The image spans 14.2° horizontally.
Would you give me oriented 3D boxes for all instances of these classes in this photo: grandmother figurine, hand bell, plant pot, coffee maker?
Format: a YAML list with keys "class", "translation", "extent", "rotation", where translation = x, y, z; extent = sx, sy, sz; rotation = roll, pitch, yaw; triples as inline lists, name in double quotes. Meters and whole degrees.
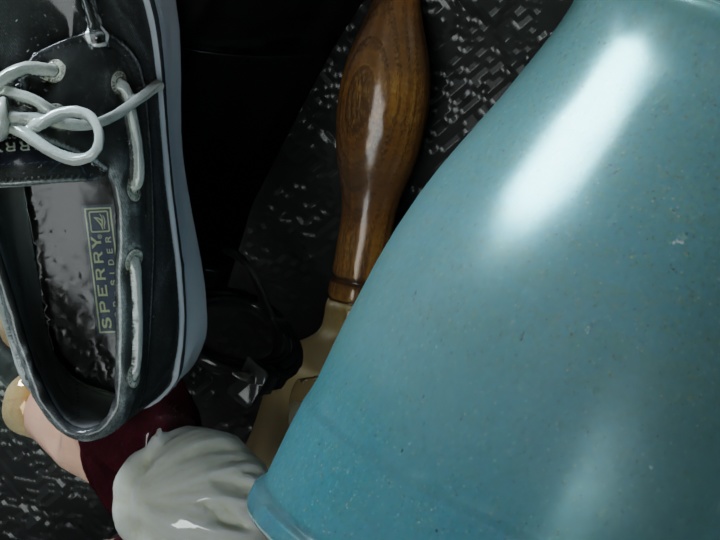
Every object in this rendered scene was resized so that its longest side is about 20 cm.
- class: "grandmother figurine"
  translation: [-0.079, 0.055, 1.012]
  extent: [0.060, 0.200, 0.122]
  rotation: [-16, 112, -18]
- class: "hand bell"
  translation: [0.000, 0.000, 1.022]
  extent: [0.104, 0.104, 0.201]
  rotation: [10, 100, 19]
- class: "plant pot"
  translation: [0.093, 0.020, 0.834]
  extent: [0.199, 0.200, 0.189]
  rotation: [23, 95, 13]
- class: "coffee maker"
  translation: [-0.047, -0.099, 0.972]
  extent: [0.192, 0.135, 0.200]
  rotation: [35, 116, 5]

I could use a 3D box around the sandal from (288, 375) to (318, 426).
- class: "sandal"
  translation: [0.056, 0.096, 0.974]
  extent: [0.199, 0.054, 0.080]
  rotation: [29, 157, -22]

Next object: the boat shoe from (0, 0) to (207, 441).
- class: "boat shoe"
  translation: [-0.098, -0.045, 0.896]
  extent: [0.073, 0.068, 0.200]
  rotation: [0, 108, 18]
